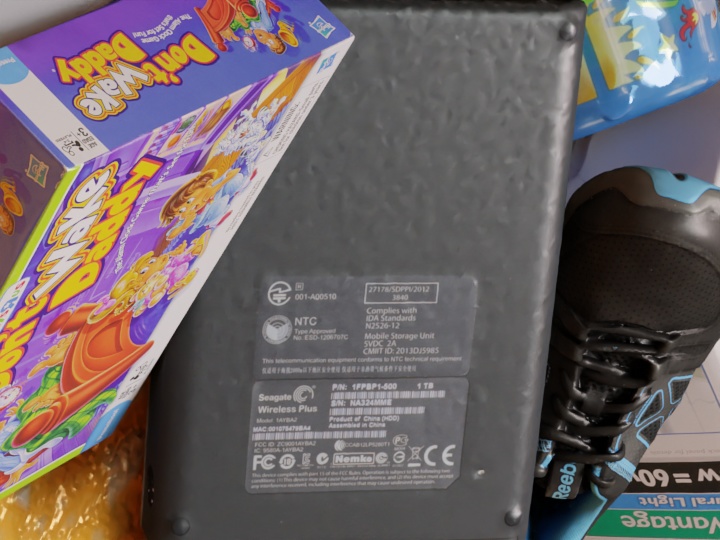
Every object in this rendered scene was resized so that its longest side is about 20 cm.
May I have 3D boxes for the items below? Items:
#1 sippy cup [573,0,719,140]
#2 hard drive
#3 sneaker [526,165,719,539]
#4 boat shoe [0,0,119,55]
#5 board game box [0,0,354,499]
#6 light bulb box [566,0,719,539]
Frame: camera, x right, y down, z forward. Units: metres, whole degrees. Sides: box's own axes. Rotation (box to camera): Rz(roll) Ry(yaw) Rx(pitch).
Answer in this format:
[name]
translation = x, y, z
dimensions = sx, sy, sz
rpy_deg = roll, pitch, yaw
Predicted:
[sippy cup]
translation = 0.075, -0.117, 1.025
dimensions = 0.178, 0.139, 0.131
rpy_deg = -22, 91, -50
[hard drive]
translation = 0.000, 0.000, 0.928
dimensions = 0.139, 0.033, 0.201
rpy_deg = 0, 109, -16
[sneaker]
translation = 0.094, 0.040, 0.990
dimensions = 0.200, 0.073, 0.082
rpy_deg = 105, 1, -53
[boat shoe]
translation = -0.105, -0.092, 0.797
dimensions = 0.200, 0.057, 0.069
rpy_deg = -20, 85, -46
[board game box]
translation = -0.097, 0.000, 0.831
dimensions = 0.134, 0.045, 0.200
rpy_deg = -30, 160, -48
[light bulb box]
translation = 0.132, -0.004, 1.154
dimensions = 0.200, 0.124, 0.199
rpy_deg = 61, 38, -43
